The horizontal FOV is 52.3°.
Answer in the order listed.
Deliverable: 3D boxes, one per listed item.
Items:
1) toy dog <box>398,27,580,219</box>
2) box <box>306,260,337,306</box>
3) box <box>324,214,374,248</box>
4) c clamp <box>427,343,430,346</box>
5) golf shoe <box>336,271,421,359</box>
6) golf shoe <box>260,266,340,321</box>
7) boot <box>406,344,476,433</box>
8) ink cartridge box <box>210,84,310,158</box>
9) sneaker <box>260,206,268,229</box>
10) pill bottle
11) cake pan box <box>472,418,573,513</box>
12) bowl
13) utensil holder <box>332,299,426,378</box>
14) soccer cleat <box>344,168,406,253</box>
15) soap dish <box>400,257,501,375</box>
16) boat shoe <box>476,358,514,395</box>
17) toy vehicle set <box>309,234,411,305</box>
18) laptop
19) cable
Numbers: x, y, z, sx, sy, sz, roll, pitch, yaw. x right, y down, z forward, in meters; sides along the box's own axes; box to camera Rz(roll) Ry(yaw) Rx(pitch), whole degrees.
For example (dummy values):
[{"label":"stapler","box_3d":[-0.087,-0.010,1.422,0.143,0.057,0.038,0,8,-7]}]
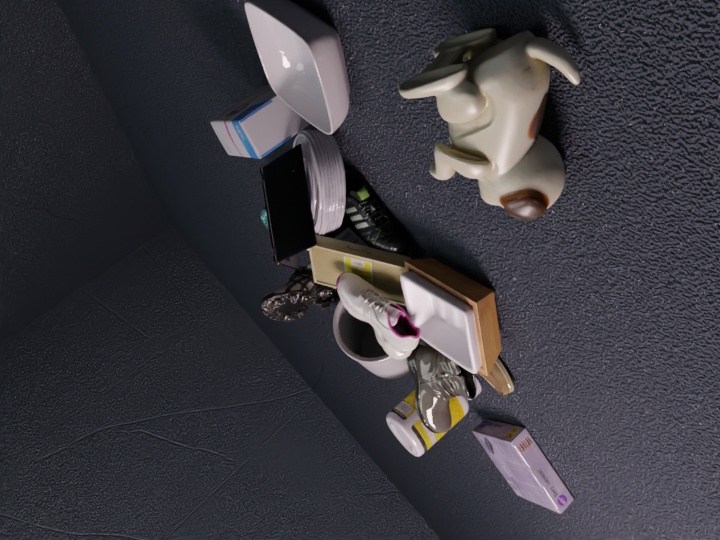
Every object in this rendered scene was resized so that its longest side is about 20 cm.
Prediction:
[{"label":"toy dog","box_3d":[0.164,-0.157,0.818,0.192,0.140,0.202,-9,122,29]},{"label":"box","box_3d":[-0.037,0.067,1.811,0.200,0.044,0.160,39,-177,39]},{"label":"box","box_3d":[-0.017,-0.003,1.614,0.148,0.107,0.201,43,162,27]},{"label":"c clamp","box_3d":[0.135,0.115,1.480,0.172,0.027,0.202,-95,-13,-53]},{"label":"golf shoe","box_3d":[0.038,0.072,1.371,0.200,0.075,0.092,46,147,3]},{"label":"golf shoe","box_3d":[-0.130,0.043,1.500,0.095,0.198,0.078,47,131,33]},{"label":"boot","box_3d":[0.166,0.234,1.399,0.130,0.067,0.202,2,116,47]},{"label":"ink cartridge box","box_3d":[-0.193,-0.294,1.435,0.085,0.144,0.199,59,162,-22]},{"label":"sneaker","box_3d":[-0.137,-0.124,1.598,0.092,0.198,0.078,56,128,36]},{"label":"pill bottle","box_3d":[0.160,0.289,1.558,0.111,0.199,0.112,46,163,19]},{"label":"cake pan box","box_3d":[0.348,0.420,1.579,0.201,0.052,0.184,55,165,-5]},{"label":"bowl","box_3d":[-0.091,-0.342,1.189,0.200,0.074,0.201,41,159,33]},{"label":"utensil holder","box_3d":[0.049,0.131,1.543,0.170,0.170,0.200,44,177,25]},{"label":"soccer cleat","box_3d":[0.013,-0.111,1.392,0.200,0.067,0.081,47,157,27]},{"label":"soap dish","box_3d":[0.162,0.074,1.299,0.199,0.081,0.159,33,146,50]},{"label":"boat shoe","box_3d":[0.211,0.167,1.409,0.200,0.066,0.074,49,163,13]},{"label":"toy vehicle set","box_3d":[0.000,0.000,1.414,0.197,0.027,0.125,14,145,12]},{"label":"laptop","box_3d":[-0.119,-0.114,1.407,0.200,0.114,0.190,23,-123,-73]},{"label":"cable","box_3d":[-0.080,-0.167,1.401,0.200,0.068,0.203,-134,39,-63]}]
